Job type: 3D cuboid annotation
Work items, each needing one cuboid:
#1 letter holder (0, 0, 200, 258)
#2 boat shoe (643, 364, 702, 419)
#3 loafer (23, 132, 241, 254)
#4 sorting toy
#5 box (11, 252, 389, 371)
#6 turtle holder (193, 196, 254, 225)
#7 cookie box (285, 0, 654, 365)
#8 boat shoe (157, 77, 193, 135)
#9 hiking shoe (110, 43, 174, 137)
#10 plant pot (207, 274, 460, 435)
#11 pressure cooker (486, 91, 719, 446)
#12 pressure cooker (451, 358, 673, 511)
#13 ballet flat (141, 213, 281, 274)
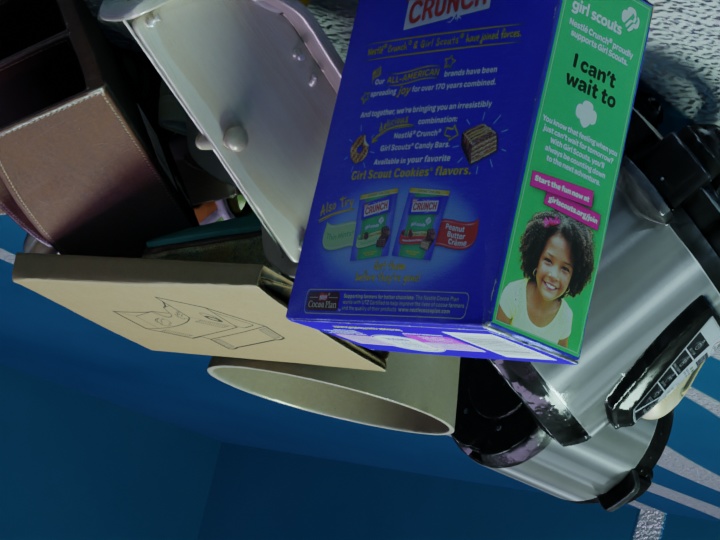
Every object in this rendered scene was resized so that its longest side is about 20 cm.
[{"bbox_3d":[-0.204,-0.073,1.146,0.141,0.101,0.200,-25,151,1],"label":"letter holder"},{"bbox_3d":[0.222,0.025,1.244,0.071,0.200,0.066,2,123,26],"label":"boat shoe"},{"bbox_3d":[-0.159,-0.042,1.300,0.199,0.071,0.073,-28,-176,25],"label":"loafer"},{"bbox_3d":[-0.090,-0.112,1.109,0.179,0.107,0.201,13,142,55],"label":"sorting toy"},{"bbox_3d":[-0.103,0.027,1.167,0.198,0.021,0.163,3,163,32],"label":"box"},{"bbox_3d":[-0.145,-0.049,1.431,0.130,0.142,0.186,-9,151,20],"label":"turtle holder"},{"bbox_3d":[0.057,-0.058,0.983,0.075,0.202,0.170,21,168,-38],"label":"cookie box"},{"bbox_3d":[-0.045,-0.102,1.243,0.198,0.063,0.072,15,169,-7],"label":"boat shoe"},{"bbox_3d":[-0.172,-0.136,1.254,0.099,0.077,0.200,-2,171,9],"label":"hiking shoe"},{"bbox_3d":[0.000,0.000,1.328,0.185,0.202,0.187,13,168,3],"label":"plant pot"},{"bbox_3d":[0.148,-0.015,1.095,0.179,0.200,0.176,49,-177,-32],"label":"pressure cooker"},{"bbox_3d":[0.199,0.126,1.721,0.199,0.178,0.178,27,167,-37],"label":"pressure cooker"},{"bbox_3d":[-0.049,-0.015,1.191,0.199,0.071,0.070,-20,-171,-33],"label":"ballet flat"}]
